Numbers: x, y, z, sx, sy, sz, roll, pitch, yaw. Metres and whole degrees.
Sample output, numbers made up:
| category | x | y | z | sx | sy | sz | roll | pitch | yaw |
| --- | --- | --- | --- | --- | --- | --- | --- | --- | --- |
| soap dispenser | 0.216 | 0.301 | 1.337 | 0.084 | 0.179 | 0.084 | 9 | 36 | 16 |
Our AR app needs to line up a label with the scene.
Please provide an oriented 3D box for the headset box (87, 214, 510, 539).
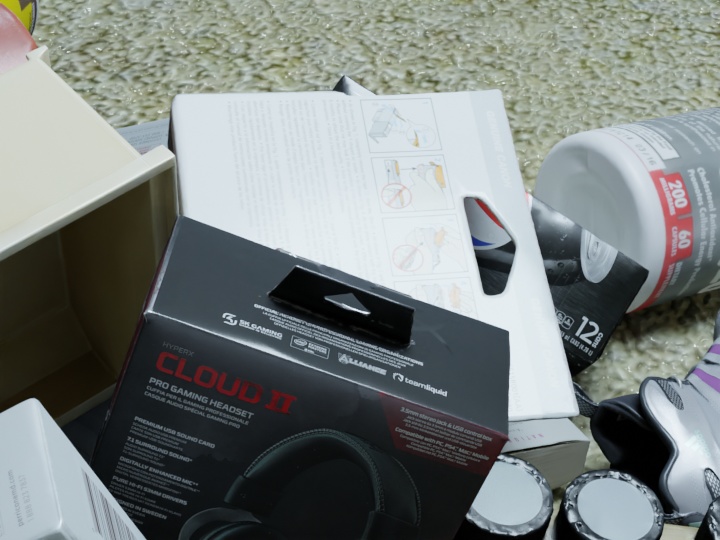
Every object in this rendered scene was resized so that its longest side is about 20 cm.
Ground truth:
| category | x | y | z | sx | sy | sz | roll | pitch | yaw |
| --- | --- | --- | --- | --- | --- | --- | --- | --- | --- |
| headset box | -0.035 | 0.081 | 0.686 | 0.149 | 0.200 | 0.077 | 20 | 33 | -8 |

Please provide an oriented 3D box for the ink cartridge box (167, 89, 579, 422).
| category | x | y | z | sx | sy | sz | roll | pitch | yaw |
| --- | --- | --- | --- | --- | --- | --- | --- | --- | --- |
| ink cartridge box | 0.000 | 0.000 | 0.815 | 0.173 | 0.044 | 0.200 | -2 | 58 | -13 |

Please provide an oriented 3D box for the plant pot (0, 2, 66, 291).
| category | x | y | z | sx | sy | sz | roll | pitch | yaw |
| --- | --- | --- | --- | --- | --- | --- | --- | --- | --- |
| plant pot | -0.246 | -0.036 | 0.794 | 0.195 | 0.201 | 0.201 | -22 | 44 | -26 |

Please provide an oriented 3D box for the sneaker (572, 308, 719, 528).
| category | x | y | z | sx | sy | sz | roll | pitch | yaw |
| --- | --- | --- | --- | --- | --- | --- | --- | --- | --- |
| sneaker | 0.175 | 0.069 | 0.894 | 0.140 | 0.078 | 0.200 | 9 | 33 | -4 |

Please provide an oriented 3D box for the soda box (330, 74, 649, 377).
| category | x | y | z | sx | sy | sz | roll | pitch | yaw |
| --- | --- | --- | --- | --- | --- | --- | --- | --- | --- |
| soda box | 0.055 | -0.022 | 0.916 | 0.200 | 0.071 | 0.063 | 33 | 78 | 3 |

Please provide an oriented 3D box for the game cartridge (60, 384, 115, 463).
| category | x | y | z | sx | sy | sz | roll | pitch | yaw |
| --- | --- | --- | --- | --- | --- | --- | --- | --- | --- |
| game cartridge | -0.069 | 0.034 | 0.858 | 0.133 | 0.041 | 0.200 | 22 | 49 | 41 |

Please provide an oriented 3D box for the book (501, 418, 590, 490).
| category | x | y | z | sx | sy | sz | roll | pitch | yaw |
| --- | --- | --- | --- | --- | --- | --- | --- | --- | --- |
| book | 0.013 | 0.059 | 0.901 | 0.133 | 0.048 | 0.200 | -10 | 35 | -30 |

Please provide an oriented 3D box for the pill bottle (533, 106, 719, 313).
| category | x | y | z | sx | sy | sz | roll | pitch | yaw |
| --- | --- | --- | --- | --- | --- | --- | --- | --- | --- |
| pill bottle | 0.219 | -0.045 | 1.045 | 0.200 | 0.114 | 0.114 | -13 | 40 | -31 |

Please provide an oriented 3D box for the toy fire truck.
| category | x | y | z | sx | sy | sz | roll | pitch | yaw |
| --- | --- | --- | --- | --- | --- | --- | --- | --- | --- |
| toy fire truck | 0.109 | 0.180 | 0.687 | 0.176 | 0.129 | 0.200 | 9 | 45 | -3 |

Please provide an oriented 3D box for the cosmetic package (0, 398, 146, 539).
| category | x | y | z | sx | sy | sz | roll | pitch | yaw |
| --- | --- | --- | --- | --- | --- | --- | --- | --- | --- |
| cosmetic package | -0.174 | 0.142 | 0.586 | 0.200 | 0.102 | 0.071 | -28 | 39 | 1 |

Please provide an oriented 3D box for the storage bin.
| category | x | y | z | sx | sy | sz | roll | pitch | yaw |
| --- | --- | --- | --- | --- | --- | --- | --- | --- | --- |
| storage bin | -0.181 | 0.039 | 0.695 | 0.200 | 0.199 | 0.094 | -32 | 58 | -26 |

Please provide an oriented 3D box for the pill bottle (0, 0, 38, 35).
| category | x | y | z | sx | sy | sz | roll | pitch | yaw |
| --- | --- | --- | --- | --- | --- | --- | --- | --- | --- |
| pill bottle | -0.288 | -0.144 | 1.057 | 0.109 | 0.109 | 0.200 | 14 | 34 | 5 |

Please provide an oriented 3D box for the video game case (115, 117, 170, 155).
| category | x | y | z | sx | sy | sz | roll | pitch | yaw |
| --- | --- | --- | --- | --- | --- | --- | --- | --- | --- |
| video game case | -0.143 | -0.034 | 0.941 | 0.199 | 0.023 | 0.182 | -10 | 29 | 16 |
